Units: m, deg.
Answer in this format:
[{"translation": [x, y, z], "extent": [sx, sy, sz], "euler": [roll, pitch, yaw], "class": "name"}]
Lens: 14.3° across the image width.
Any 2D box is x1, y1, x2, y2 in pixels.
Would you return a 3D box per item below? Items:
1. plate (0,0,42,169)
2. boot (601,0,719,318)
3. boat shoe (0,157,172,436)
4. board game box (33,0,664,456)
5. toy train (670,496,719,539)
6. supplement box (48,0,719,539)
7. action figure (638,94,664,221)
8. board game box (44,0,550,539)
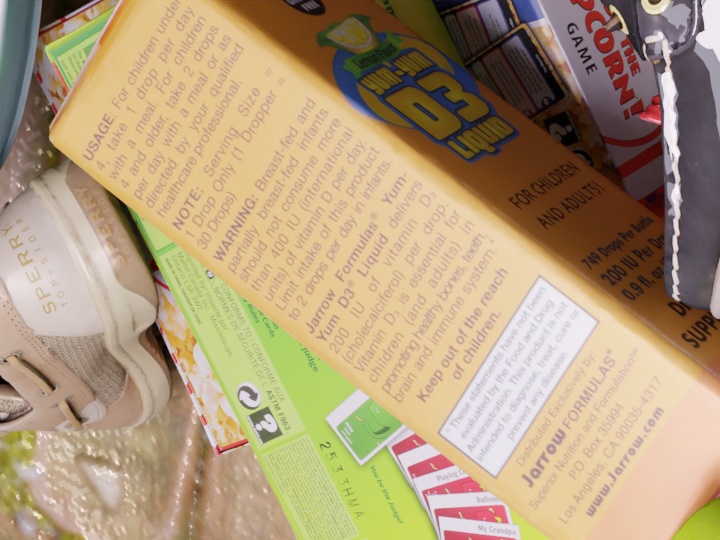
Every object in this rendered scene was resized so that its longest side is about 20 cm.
[{"translation": [-0.131, -0.093, 0.915], "extent": [0.200, 0.025, 0.202], "euler": [-177, 90, -67], "class": "plate"}, {"translation": [0.042, -0.092, 0.689], "extent": [0.150, 0.073, 0.201], "euler": [6, 108, 16], "class": "boot"}, {"translation": [-0.104, 0.016, 0.914], "extent": [0.072, 0.064, 0.200], "euler": [59, 169, 13], "class": "boat shoe"}, {"translation": [0.000, -0.041, 0.872], "extent": [0.199, 0.046, 0.152], "euler": [-21, 96, 42], "class": "board game box"}, {"translation": [0.111, 0.093, 0.649], "extent": [0.115, 0.199, 0.085], "euler": [31, 127, 32], "class": "toy train"}, {"translation": [0.020, -0.007, 0.738], "extent": [0.200, 0.066, 0.069], "euler": [36, 117, 12], "class": "supplement box"}, {"translation": [0.087, -0.069, 0.756], "extent": [0.065, 0.098, 0.201], "euler": [-159, 47, -73], "class": "action figure"}, {"translation": [0.000, 0.000, 0.822], "extent": [0.101, 0.048, 0.201], "euler": [-25, 93, 38], "class": "board game box"}]
